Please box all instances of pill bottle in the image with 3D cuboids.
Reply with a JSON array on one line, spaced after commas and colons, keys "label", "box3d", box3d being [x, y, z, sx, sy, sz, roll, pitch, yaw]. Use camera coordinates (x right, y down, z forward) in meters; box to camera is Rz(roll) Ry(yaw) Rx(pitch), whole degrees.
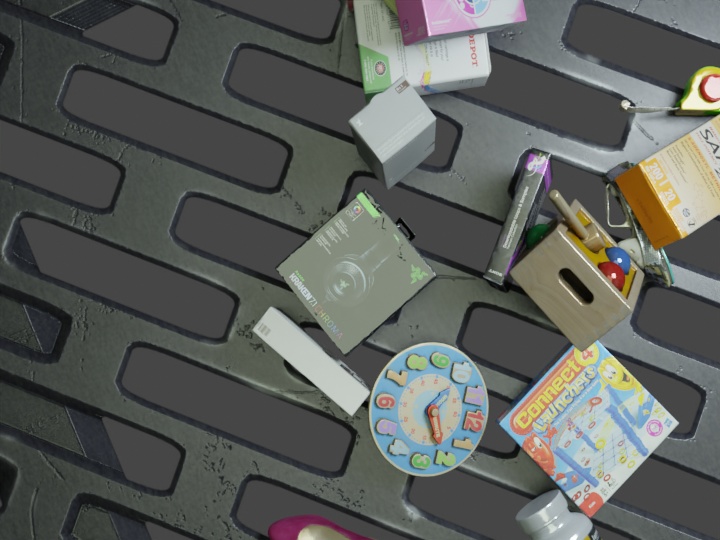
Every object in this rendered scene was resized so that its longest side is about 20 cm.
[{"label": "pill bottle", "box3d": [0.316, 0.435, 1.432, 0.111, 0.112, 0.202, -32, 87, 1]}]

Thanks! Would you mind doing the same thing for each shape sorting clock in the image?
[{"label": "shape sorting clock", "box3d": [0.106, 0.212, 1.468, 0.196, 0.039, 0.205, -1, 93, -22]}]

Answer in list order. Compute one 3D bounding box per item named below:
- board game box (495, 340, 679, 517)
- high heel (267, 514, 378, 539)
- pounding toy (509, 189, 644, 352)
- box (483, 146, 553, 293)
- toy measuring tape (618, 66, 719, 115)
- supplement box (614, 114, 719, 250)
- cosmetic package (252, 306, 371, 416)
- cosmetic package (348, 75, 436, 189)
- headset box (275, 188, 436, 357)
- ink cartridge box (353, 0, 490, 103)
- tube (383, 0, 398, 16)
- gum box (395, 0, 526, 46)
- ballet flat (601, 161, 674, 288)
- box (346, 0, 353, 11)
[{"label": "board game box", "box3d": [0.342, 0.230, 1.469, 0.196, 0.056, 0.200, 44, 90, 4]}, {"label": "high heel", "box3d": [-0.049, 0.421, 1.460, 0.196, 0.096, 0.069, 16, 88, 3]}, {"label": "pounding toy", "box3d": [0.312, -0.020, 1.393, 0.200, 0.184, 0.142, 47, 119, 1]}, {"label": "box", "box3d": [0.238, -0.071, 1.445, 0.035, 0.143, 0.204, 20, 88, 14]}, {"label": "toy measuring tape", "box3d": [0.496, -0.276, 1.480, 0.195, 0.074, 0.075, 1, 87, 3]}, {"label": "supplement box", "box3d": [0.495, -0.136, 1.437, 0.198, 0.073, 0.128, -30, 87, -22]}, {"label": "cosmetic package", "box3d": [-0.072, 0.137, 1.484, 0.199, 0.083, 0.051, 40, 87, 4]}, {"label": "cosmetic package", "box3d": [0.050, -0.200, 1.433, 0.106, 0.200, 0.091, -39, 86, 1]}, {"label": "headset box", "box3d": [0.000, 0.000, 1.480, 0.199, 0.093, 0.175, -40, 87, 0]}, {"label": "ink cartridge box", "box3d": [0.094, -0.351, 1.496, 0.195, 0.084, 0.148, -7, 87, 2]}, {"label": "tube", "box3d": [0.041, -0.434, 1.426, 0.200, 0.052, 0.058, 48, 56, -2]}, {"label": "gum box", "box3d": [0.145, -0.399, 1.387, 0.197, 0.066, 0.116, -17, 97, -31]}, {"label": "ballet flat", "box3d": [0.416, -0.063, 1.475, 0.071, 0.072, 0.204, -17, 82, 2]}, {"label": "box", "box3d": [0.067, -0.479, 1.496, 0.195, 0.103, 0.097, -10, 87, 2]}]
